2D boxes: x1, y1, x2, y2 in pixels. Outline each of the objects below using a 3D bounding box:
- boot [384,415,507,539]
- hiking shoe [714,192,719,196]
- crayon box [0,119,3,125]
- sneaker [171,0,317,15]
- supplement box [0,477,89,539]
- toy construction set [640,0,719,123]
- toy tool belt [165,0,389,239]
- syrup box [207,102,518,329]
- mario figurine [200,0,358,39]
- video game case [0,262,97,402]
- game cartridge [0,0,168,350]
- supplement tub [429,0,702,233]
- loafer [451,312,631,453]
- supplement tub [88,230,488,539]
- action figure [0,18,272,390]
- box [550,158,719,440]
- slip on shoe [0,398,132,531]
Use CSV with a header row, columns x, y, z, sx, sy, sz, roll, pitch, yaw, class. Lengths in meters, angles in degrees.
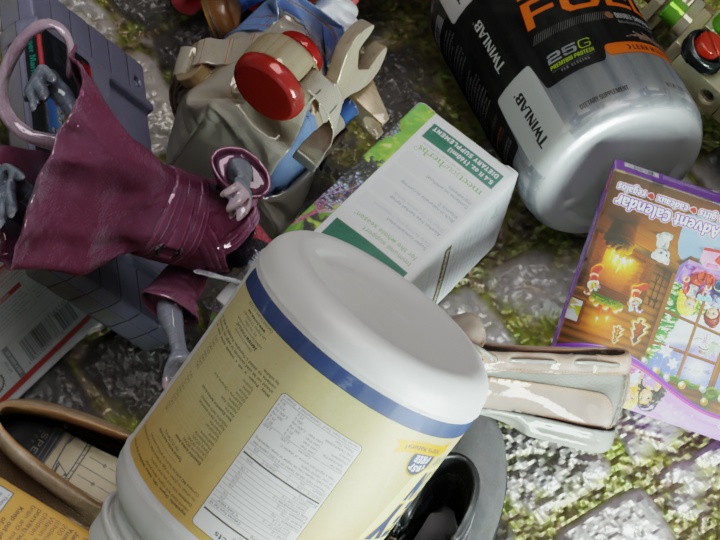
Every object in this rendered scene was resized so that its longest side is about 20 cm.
x,y,z,sx,sy,sz,roll,pitch,yaw,class
0.048,0.135,1.603,0.069,0.132,0.201,16,57,1,boot
0.300,-0.031,1.770,0.199,0.101,0.076,-14,62,-18,hiking shoe
-0.305,-0.079,1.691,0.127,0.051,0.200,17,49,39,crayon box
-0.036,-0.195,1.833,0.199,0.078,0.091,-2,59,1,sneaker
-0.181,0.174,1.578,0.199,0.067,0.069,28,58,9,supplement box
0.256,-0.129,1.825,0.199,0.092,0.131,33,49,11,toy construction set
-0.044,-0.111,1.703,0.125,0.200,0.123,38,61,3,toy tool belt
0.000,0.000,1.710,0.079,0.082,0.200,37,58,14,syrup box
-0.007,-0.205,1.739,0.199,0.124,0.107,-21,70,0,mario figurine
-0.252,-0.005,1.634,0.143,0.017,0.201,-45,114,-30,video game case
-0.162,-0.064,1.700,0.038,0.130,0.201,-21,58,18,game cartridge
0.120,-0.133,1.783,0.122,0.123,0.201,-15,56,-19,supplement tub
0.066,0.050,1.636,0.199,0.063,0.072,17,10,-27,loafer
-0.041,0.095,1.516,0.144,0.200,0.145,33,16,-11,supplement tub
-0.118,-0.029,1.605,0.199,0.134,0.149,22,23,-32,action figure
0.223,0.031,1.706,0.199,0.138,0.039,18,13,2,box
-0.125,0.127,1.619,0.199,0.061,0.076,26,57,7,slip on shoe
